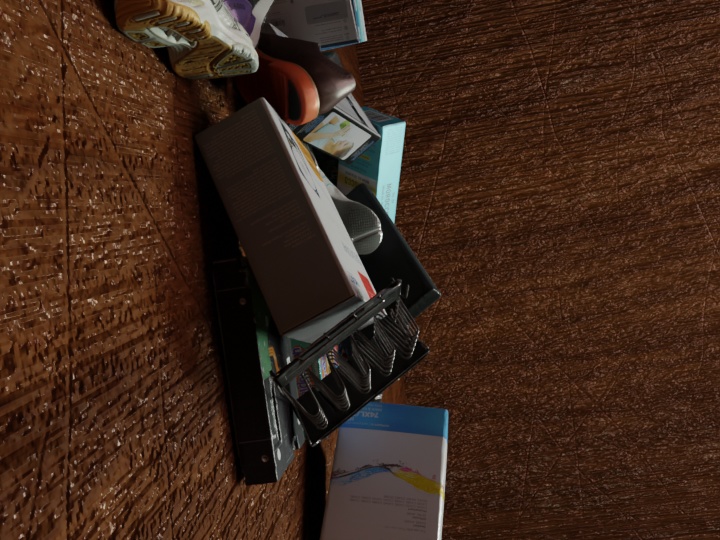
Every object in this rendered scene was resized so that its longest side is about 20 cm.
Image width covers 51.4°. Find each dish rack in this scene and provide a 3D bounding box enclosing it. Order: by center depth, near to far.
[{"bbox_3d":[-0.006,0.084,0.680,0.055,0.153,0.200,49,-11,15],"label":"dish rack"}]

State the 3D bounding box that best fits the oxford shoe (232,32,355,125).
[{"bbox_3d":[-0.079,-0.205,0.765,0.200,0.072,0.072,43,-33,41],"label":"oxford shoe"}]

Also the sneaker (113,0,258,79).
[{"bbox_3d":[-0.131,-0.212,0.595,0.200,0.074,0.089,18,65,-84],"label":"sneaker"}]

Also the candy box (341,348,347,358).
[{"bbox_3d":[0.000,0.099,1.230,0.056,0.116,0.203,16,55,-37],"label":"candy box"}]

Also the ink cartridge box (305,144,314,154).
[{"bbox_3d":[-0.084,-0.119,1.041,0.201,0.050,0.110,72,11,-56],"label":"ink cartridge box"}]

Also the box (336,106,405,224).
[{"bbox_3d":[0.009,-0.122,1.065,0.049,0.082,0.203,-21,127,-41],"label":"box"}]

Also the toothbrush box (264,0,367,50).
[{"bbox_3d":[-0.071,-0.340,1.010,0.200,0.144,0.087,-84,165,-71],"label":"toothbrush box"}]

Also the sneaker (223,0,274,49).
[{"bbox_3d":[-0.130,-0.293,0.743,0.202,0.075,0.088,-92,166,-45],"label":"sneaker"}]

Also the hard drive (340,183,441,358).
[{"bbox_3d":[0.000,0.000,0.971,0.033,0.139,0.201,35,19,-52],"label":"hard drive"}]

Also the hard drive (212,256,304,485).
[{"bbox_3d":[-0.096,0.086,0.723,0.140,0.037,0.203,-29,112,-84],"label":"hard drive"}]

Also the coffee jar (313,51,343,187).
[{"bbox_3d":[-0.060,-0.219,1.105,0.085,0.103,0.202,-51,136,-46],"label":"coffee jar"}]

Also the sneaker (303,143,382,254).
[{"bbox_3d":[-0.064,-0.091,0.915,0.200,0.071,0.080,43,-12,-21],"label":"sneaker"}]

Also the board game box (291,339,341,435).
[{"bbox_3d":[-0.057,0.133,0.994,0.200,0.044,0.155,40,43,-82],"label":"board game box"}]

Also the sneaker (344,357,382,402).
[{"bbox_3d":[-0.008,0.135,1.115,0.115,0.075,0.202,36,-69,42],"label":"sneaker"}]

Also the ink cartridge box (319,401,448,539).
[{"bbox_3d":[0.036,0.299,0.974,0.148,0.144,0.202,88,9,-45],"label":"ink cartridge box"}]

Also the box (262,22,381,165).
[{"bbox_3d":[-0.059,-0.209,0.917,0.117,0.060,0.200,57,16,16],"label":"box"}]

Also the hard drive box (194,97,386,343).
[{"bbox_3d":[-0.062,-0.037,0.713,0.202,0.076,0.156,65,6,13],"label":"hard drive box"}]
